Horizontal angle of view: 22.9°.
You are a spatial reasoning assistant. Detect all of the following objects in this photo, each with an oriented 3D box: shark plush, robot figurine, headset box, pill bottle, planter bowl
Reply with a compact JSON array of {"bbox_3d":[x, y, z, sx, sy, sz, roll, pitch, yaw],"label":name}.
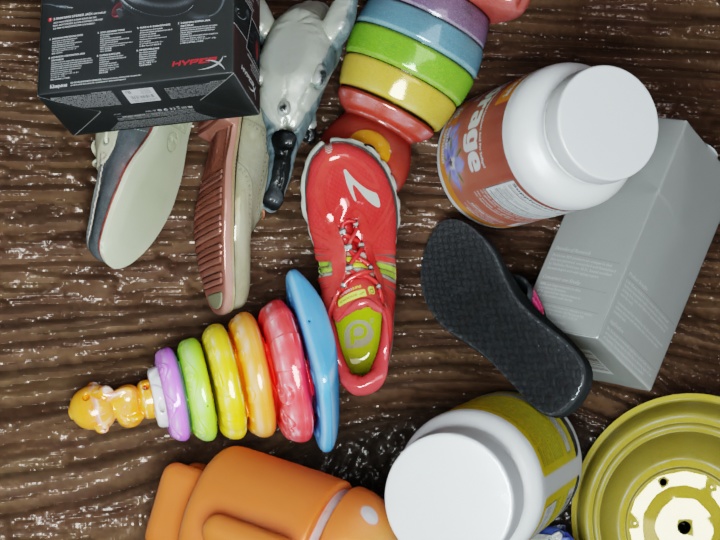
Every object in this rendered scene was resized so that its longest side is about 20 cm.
[{"bbox_3d":[-0.037,-0.131,1.341,0.090,0.084,0.201,-8,53,6],"label":"shark plush"},{"bbox_3d":[-0.054,0.198,1.296,0.198,0.145,0.117,16,50,19],"label":"robot figurine"},{"bbox_3d":[-0.150,-0.210,1.293,0.147,0.075,0.202,-6,70,11],"label":"headset box"},{"bbox_3d":[0.145,-0.098,1.380,0.111,0.200,0.113,2,84,-21],"label":"pill bottle"},{"bbox_3d":[0.258,0.199,1.405,0.198,0.083,0.203,-1,87,16],"label":"planter bowl"},{"bbox_3d":[0.092,0.155,1.327,0.113,0.200,0.116,1,93,19],"label":"pill bottle"}]

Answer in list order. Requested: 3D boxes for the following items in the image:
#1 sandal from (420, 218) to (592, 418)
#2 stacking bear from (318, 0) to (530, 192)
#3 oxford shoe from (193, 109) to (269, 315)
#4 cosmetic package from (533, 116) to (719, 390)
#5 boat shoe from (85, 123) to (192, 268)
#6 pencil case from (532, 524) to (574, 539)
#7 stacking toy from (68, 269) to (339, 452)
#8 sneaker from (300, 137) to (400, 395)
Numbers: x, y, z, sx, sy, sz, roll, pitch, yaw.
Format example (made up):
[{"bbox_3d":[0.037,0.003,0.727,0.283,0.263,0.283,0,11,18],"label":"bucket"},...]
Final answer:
[{"bbox_3d":[0.115,0.040,1.396,0.045,0.200,0.075,11,122,-51],"label":"sandal"},{"bbox_3d":[0.031,-0.146,1.392,0.121,0.114,0.201,26,87,-7],"label":"stacking bear"},{"bbox_3d":[-0.083,-0.065,1.361,0.073,0.071,0.202,6,84,-26],"label":"oxford shoe"},{"bbox_3d":[0.219,-0.017,1.445,0.107,0.090,0.201,42,66,-44],"label":"cosmetic package"},{"bbox_3d":[-0.168,-0.100,1.337,0.062,0.071,0.202,13,80,24],"label":"boat shoe"},{"bbox_3d":[0.091,0.259,1.390,0.198,0.078,0.088,-14,119,-22],"label":"pencil case"},{"bbox_3d":[-0.117,0.087,1.318,0.198,0.110,0.117,-12,54,-10],"label":"stacking toy"},{"bbox_3d":[0.000,0.000,1.342,0.076,0.085,0.202,-8,111,-2],"label":"sneaker"}]
